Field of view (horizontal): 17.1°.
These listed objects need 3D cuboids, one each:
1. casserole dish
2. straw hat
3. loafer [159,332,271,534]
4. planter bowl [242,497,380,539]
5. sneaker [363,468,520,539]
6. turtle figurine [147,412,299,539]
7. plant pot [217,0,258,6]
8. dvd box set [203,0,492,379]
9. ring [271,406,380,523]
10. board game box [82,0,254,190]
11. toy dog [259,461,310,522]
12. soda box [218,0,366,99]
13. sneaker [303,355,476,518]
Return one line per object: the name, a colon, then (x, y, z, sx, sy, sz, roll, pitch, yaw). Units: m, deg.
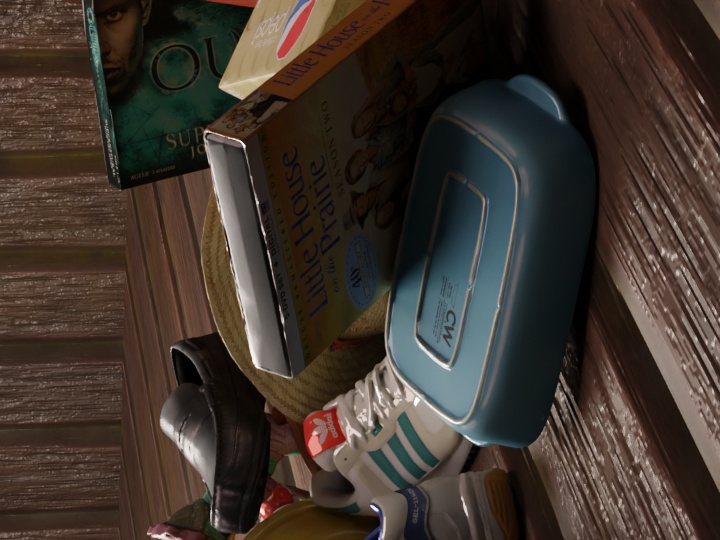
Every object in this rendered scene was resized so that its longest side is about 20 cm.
casserole dish: (0.059, -0.002, 1.216, 0.121, 0.039, 0.201, 40, 127, 48)
straw hat: (0.000, 0.000, 1.484, 0.085, 0.201, 0.202, -10, 79, 39)
loafer: (-0.095, 0.104, 1.548, 0.201, 0.070, 0.068, -98, 15, -61)
planter bowl: (-0.005, 0.247, 1.494, 0.083, 0.200, 0.201, 6, 99, 43)
sneaker: (0.033, 0.180, 1.391, 0.200, 0.088, 0.076, 98, 164, -48)
turtle figurine: (-0.096, 0.197, 1.626, 0.149, 0.101, 0.201, 1, 63, 58)
plant pot: (-0.079, -0.251, 1.514, 0.201, 0.194, 0.202, -167, 90, -85)
dvd box set: (0.003, -0.058, 1.239, 0.029, 0.200, 0.147, 16, 132, 34)
ring: (-0.027, 0.086, 1.613, 0.200, 0.019, 0.201, -22, -90, -77)
board game box: (-0.086, -0.143, 1.631, 0.028, 0.199, 0.136, 25, 127, 59)
toy dog: (-0.027, 0.202, 1.711, 0.096, 0.132, 0.201, 48, -156, -38)
soda box: (-0.019, -0.126, 1.379, 0.068, 0.064, 0.200, -66, 17, -6)
sneaker: (0.016, 0.093, 1.448, 0.200, 0.093, 0.071, 103, 161, -55)
